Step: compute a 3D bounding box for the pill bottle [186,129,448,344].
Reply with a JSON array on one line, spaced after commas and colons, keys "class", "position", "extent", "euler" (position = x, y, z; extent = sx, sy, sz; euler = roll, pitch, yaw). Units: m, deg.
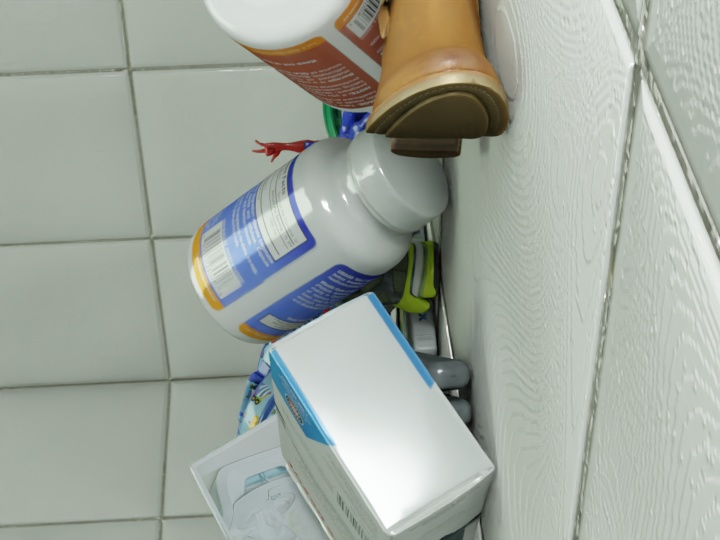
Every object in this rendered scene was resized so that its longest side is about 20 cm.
[{"class": "pill bottle", "position": [-0.031, -0.032, 1.083], "extent": [0.200, 0.112, 0.113], "euler": [-32, 42, 34]}]

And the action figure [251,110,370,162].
[{"class": "action figure", "position": [-0.029, -0.109, 1.130], "extent": [0.200, 0.098, 0.066], "euler": [106, 157, -57]}]

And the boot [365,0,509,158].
[{"class": "boot", "position": [0.045, -0.149, 0.783], "extent": [0.200, 0.076, 0.156], "euler": [11, -100, -85]}]

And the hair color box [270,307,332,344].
[{"class": "hair color box", "position": [-0.005, 0.123, 1.210], "extent": [0.201, 0.061, 0.102], "euler": [59, 178, -3]}]

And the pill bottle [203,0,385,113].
[{"class": "pill bottle", "position": [-0.013, -0.169, 0.923], "extent": [0.200, 0.111, 0.113], "euler": [26, -122, -65]}]

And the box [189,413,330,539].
[{"class": "box", "position": [-0.043, 0.221, 1.192], "extent": [0.177, 0.096, 0.200], "euler": [60, -176, 13]}]

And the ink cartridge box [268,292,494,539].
[{"class": "ink cartridge box", "position": [0.010, 0.129, 0.958], "extent": [0.147, 0.086, 0.200], "euler": [55, 166, 22]}]

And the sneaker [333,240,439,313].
[{"class": "sneaker", "position": [0.000, 0.000, 1.221], "extent": [0.200, 0.080, 0.074], "euler": [161, 119, -69]}]

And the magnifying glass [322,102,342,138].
[{"class": "magnifying glass", "position": [0.014, -0.133, 1.164], "extent": [0.200, 0.022, 0.080], "euler": [-10, 96, 69]}]

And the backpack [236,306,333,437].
[{"class": "backpack", "position": [-0.058, 0.150, 1.444], "extent": [0.200, 0.134, 0.183], "euler": [-33, -34, -51]}]

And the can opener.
[{"class": "can opener", "position": [0.047, 0.082, 1.049], "extent": [0.200, 0.066, 0.053], "euler": [176, 89, -79]}]

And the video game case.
[{"class": "video game case", "position": [0.050, 0.058, 1.311], "extent": [0.201, 0.022, 0.183], "euler": [89, 177, -51]}]
